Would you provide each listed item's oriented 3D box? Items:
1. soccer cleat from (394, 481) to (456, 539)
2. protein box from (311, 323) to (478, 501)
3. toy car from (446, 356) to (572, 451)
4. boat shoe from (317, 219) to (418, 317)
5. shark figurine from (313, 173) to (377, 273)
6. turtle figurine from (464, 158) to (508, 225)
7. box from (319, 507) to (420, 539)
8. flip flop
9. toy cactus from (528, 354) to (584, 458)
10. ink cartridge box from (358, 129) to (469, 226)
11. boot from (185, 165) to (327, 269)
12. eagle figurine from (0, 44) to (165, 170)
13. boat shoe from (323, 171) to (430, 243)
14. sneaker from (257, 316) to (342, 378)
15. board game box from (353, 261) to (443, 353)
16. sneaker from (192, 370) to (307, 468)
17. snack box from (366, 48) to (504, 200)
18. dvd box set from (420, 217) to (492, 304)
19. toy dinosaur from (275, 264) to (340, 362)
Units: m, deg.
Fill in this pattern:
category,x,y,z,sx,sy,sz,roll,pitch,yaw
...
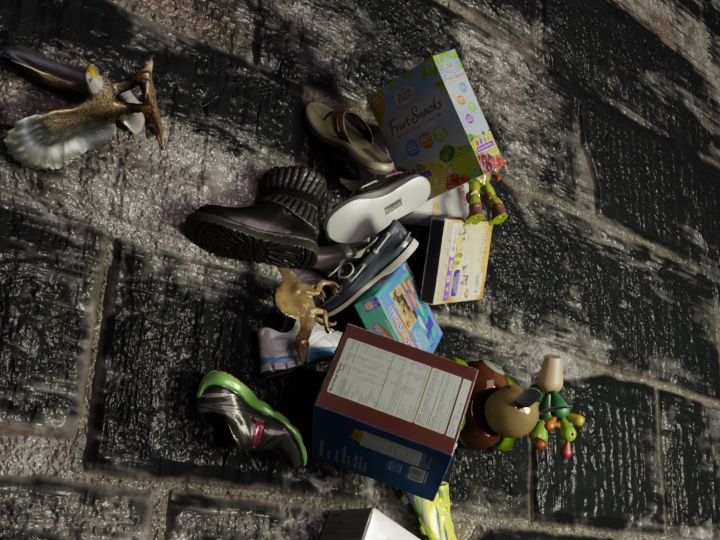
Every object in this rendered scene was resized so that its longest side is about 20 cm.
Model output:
category,x,y,z,sx,sy,sz,roll,pitch,yaw
soccer cleat,0.121,0.389,1.376,0.083,0.065,0.202,-31,98,-11
protein box,0.044,0.210,1.233,0.198,0.199,0.136,19,58,8
toy car,0.253,0.223,1.458,0.163,0.199,0.160,22,64,-34
boat shoe,0.000,0.000,1.325,0.062,0.199,0.075,47,25,-7
shark figurine,-0.001,-0.065,1.401,0.128,0.089,0.216,45,55,-24
turtle figurine,0.212,-0.162,1.495,0.198,0.064,0.163,5,63,-41
box,0.039,0.448,1.269,0.199,0.112,0.102,39,54,-24
flip flop,-0.015,-0.226,1.396,0.080,0.058,0.200,-14,46,-39
toy cactus,0.346,0.237,1.531,0.101,0.200,0.167,5,100,-3
ink cartridge box,0.099,-0.159,1.513,0.198,0.082,0.148,2,75,-40
boot,-0.153,-0.095,1.279,0.209,0.080,0.160,15,56,-19
eagle figurine,-0.369,-0.227,1.126,0.197,0.152,0.152,-9,38,-13
boat shoe,0.018,-0.103,1.349,0.198,0.063,0.072,-25,123,-28
sneaker,-0.073,0.102,1.303,0.198,0.075,0.088,-7,77,-42
board game box,0.067,0.082,1.389,0.153,0.045,0.200,63,22,-7
sneaker,-0.158,0.223,1.204,0.200,0.077,0.084,42,72,-20
snack box,0.119,-0.228,1.383,0.067,0.168,0.202,-26,92,-42
dvd box set,0.173,-0.018,1.503,0.199,0.029,0.149,-4,103,-58
toy dinosaur,-0.087,0.035,1.266,0.100,0.058,0.202,-2,57,-36
